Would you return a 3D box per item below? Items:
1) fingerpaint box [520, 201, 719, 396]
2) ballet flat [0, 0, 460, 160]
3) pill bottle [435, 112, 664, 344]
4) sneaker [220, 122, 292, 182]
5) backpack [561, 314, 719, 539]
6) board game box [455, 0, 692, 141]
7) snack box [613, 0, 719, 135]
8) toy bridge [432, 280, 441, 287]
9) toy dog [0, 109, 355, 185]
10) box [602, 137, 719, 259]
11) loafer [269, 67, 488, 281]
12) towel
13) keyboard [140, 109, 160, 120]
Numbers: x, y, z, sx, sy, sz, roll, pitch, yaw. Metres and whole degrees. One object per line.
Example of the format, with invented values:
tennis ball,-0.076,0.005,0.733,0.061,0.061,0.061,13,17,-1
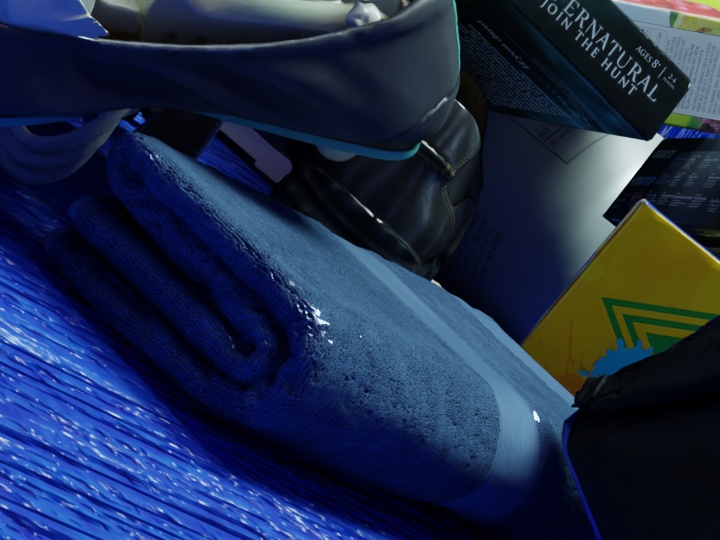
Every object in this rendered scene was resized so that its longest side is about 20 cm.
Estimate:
fingerpaint box,0.153,0.070,0.998,0.167,0.073,0.200,40,-1,17
ballet flat,-0.063,-0.076,0.780,0.200,0.073,0.073,5,21,-20
pill bottle,0.089,-0.024,1.254,0.200,0.114,0.114,42,9,26
sneaker,-0.043,-0.099,1.233,0.200,0.081,0.076,38,10,16
backpack,0.182,0.066,0.775,0.168,0.200,0.163,51,10,-34
board game box,0.006,-0.121,0.935,0.200,0.028,0.135,43,-11,-26
snack box,0.074,-0.114,1.170,0.142,0.053,0.200,10,16,-14
toy bridge,0.000,0.000,1.047,0.067,0.027,0.200,33,10,-22
toy dog,-0.061,-0.068,0.933,0.200,0.132,0.096,-120,-174,-53
box,0.187,0.014,1.078,0.159,0.046,0.200,38,-3,-8
loafer,0.019,-0.039,0.982,0.073,0.072,0.200,42,10,-7
towel,0.002,0.030,0.820,0.112,0.049,0.200,43,9,36
keyboard,-0.095,-0.116,1.052,0.200,0.127,0.021,31,50,-8
